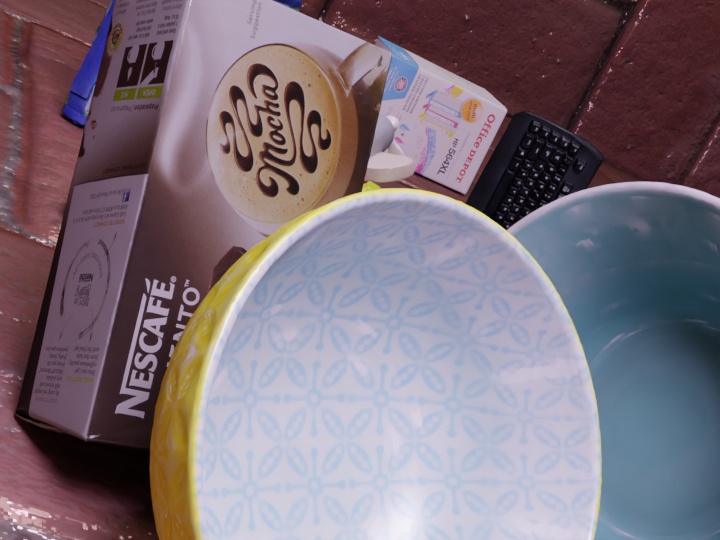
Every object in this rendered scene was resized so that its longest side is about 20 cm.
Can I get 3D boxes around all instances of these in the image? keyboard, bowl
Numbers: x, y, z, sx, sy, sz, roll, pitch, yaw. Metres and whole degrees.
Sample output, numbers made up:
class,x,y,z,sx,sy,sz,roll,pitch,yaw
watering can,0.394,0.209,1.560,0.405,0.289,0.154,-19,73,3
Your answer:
class,x,y,z,sx,sy,sz,roll,pitch,yaw
keyboard,0.121,-0.016,0.968,0.103,0.201,0.040,24,33,-3
bowl,0.138,0.069,0.626,0.200,0.201,0.105,38,3,38
bowl,-0.009,0.074,0.506,0.199,0.202,0.107,16,-16,-37

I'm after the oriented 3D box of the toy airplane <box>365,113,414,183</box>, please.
class,x,y,z,sx,sy,sz,roll,pitch,yaw
toy airplane,-0.066,-0.102,1.021,0.198,0.143,0.199,7,7,-8

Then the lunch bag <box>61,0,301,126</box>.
class,x,y,z,sx,sy,sz,roll,pitch,yaw
lunch bag,-0.164,-0.199,1.135,0.127,0.171,0.200,33,14,24

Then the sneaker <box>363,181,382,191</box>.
class,x,y,z,sx,sy,sz,roll,pitch,yaw
sneaker,0.000,0.000,0.883,0.074,0.084,0.200,43,23,-8

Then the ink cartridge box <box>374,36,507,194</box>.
class,x,y,z,sx,sy,sz,roll,pitch,yaw
ink cartridge box,0.092,-0.201,1.690,0.199,0.129,0.125,22,15,-16

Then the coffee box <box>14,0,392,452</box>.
class,x,y,z,sx,sy,sz,roll,pitch,yaw
coffee box,-0.069,-0.018,0.577,0.112,0.202,0.080,17,-7,-37
